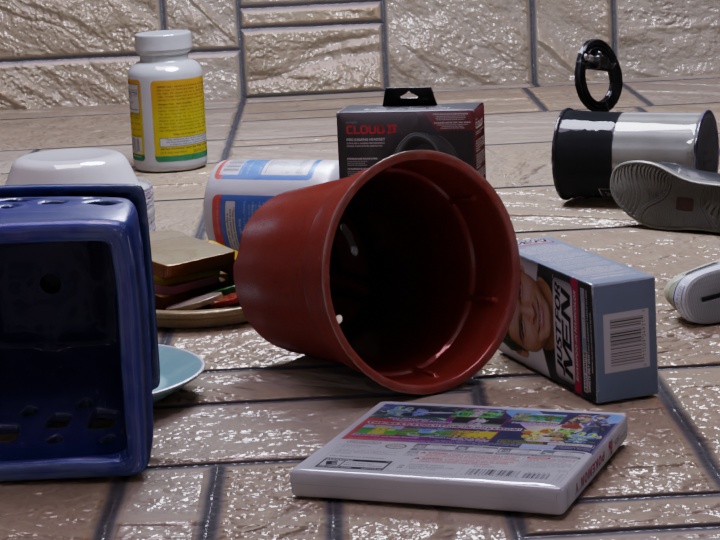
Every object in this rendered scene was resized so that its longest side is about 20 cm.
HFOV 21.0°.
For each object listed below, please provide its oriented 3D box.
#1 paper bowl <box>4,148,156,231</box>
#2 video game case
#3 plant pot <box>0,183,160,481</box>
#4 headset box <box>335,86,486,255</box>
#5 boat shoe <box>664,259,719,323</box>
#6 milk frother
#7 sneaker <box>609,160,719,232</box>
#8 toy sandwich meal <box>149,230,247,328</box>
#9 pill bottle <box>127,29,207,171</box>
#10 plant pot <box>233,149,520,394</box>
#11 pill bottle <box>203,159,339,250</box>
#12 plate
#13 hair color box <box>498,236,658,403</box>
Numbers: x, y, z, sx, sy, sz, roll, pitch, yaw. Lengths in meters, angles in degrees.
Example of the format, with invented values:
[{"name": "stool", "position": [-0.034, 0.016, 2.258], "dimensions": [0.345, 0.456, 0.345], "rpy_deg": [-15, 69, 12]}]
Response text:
[{"name": "paper bowl", "position": [-0.351, -0.090, 2.360], "dimensions": [0.200, 0.105, 0.201], "rpy_deg": [-2, 11, 0]}, {"name": "video game case", "position": [0.075, 0.132, 1.397], "dimensions": [0.199, 0.023, 0.182], "rpy_deg": [1, 13, 22]}, {"name": "plant pot", "position": [-0.249, 0.034, 1.465], "dimensions": [0.199, 0.201, 0.180], "rpy_deg": [-1, 18, 4]}, {"name": "headset box", "position": [0.056, -0.093, 2.041], "dimensions": [0.148, 0.201, 0.077], "rpy_deg": [1, 12, 12]}, {"name": "boat shoe", "position": [0.381, 0.003, 1.820], "dimensions": [0.199, 0.072, 0.062], "rpy_deg": [-9, 15, -13]}, {"name": "milk frother", "position": [0.354, -0.189, 2.437], "dimensions": [0.187, 0.201, 0.180], "rpy_deg": [3, 9, 23]}, {"name": "sneaker", "position": [0.395, -0.084, 2.261], "dimensions": [0.199, 0.075, 0.106], "rpy_deg": [18, 17, 36]}, {"name": "toy sandwich meal", "position": [-0.163, 0.004, 1.943], "dimensions": [0.204, 0.071, 0.205], "rpy_deg": [-3, 12, 1]}, {"name": "pill bottle", "position": [-0.288, -0.253, 2.882], "dimensions": [0.112, 0.201, 0.113], "rpy_deg": [-3, 12, 1]}, {"name": "plant pot", "position": [0.000, 0.000, 1.672], "dimensions": [0.200, 0.202, 0.195], "rpy_deg": [-11, 7, -33]}, {"name": "pill bottle", "position": [-0.065, -0.068, 2.166], "dimensions": [0.199, 0.113, 0.112], "rpy_deg": [2, 13, 20]}, {"name": "plate", "position": [-0.230, 0.096, 1.633], "dimensions": [0.199, 0.026, 0.200], "rpy_deg": [-2, 12, 0]}, {"name": "hair color box", "position": [0.178, 0.038, 1.633], "dimensions": [0.060, 0.099, 0.200], "rpy_deg": [-7, 13, -18]}]
